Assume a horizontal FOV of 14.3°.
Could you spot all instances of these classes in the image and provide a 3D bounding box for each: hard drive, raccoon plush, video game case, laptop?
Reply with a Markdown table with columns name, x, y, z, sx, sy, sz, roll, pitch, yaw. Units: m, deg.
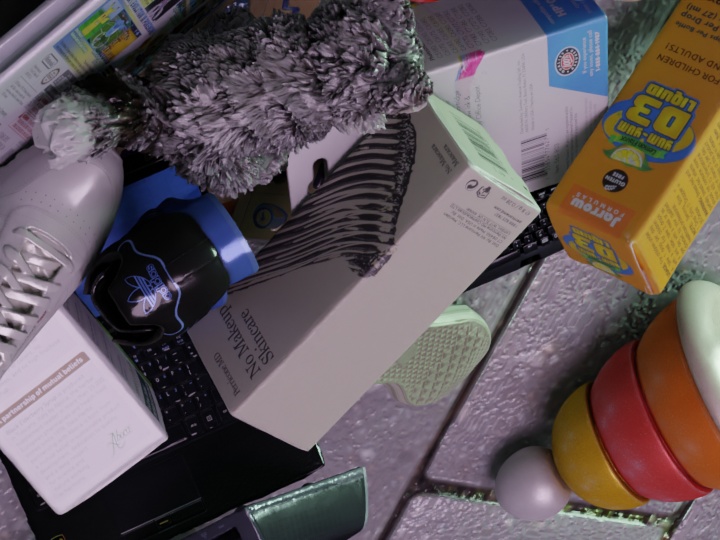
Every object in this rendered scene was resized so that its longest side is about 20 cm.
| name | x | y | z | sx | sy | sz | roll | pitch | yaw |
| --- | --- | --- | --- | --- | --- | --- | --- | --- | --- |
| hard drive | -0.095 | 0.183 | 1.748 | 0.200 | 0.042 | 0.135 | -31 | 170 | 36 |
| raccoon plush | -0.053 | -0.086 | 1.479 | 0.200 | 0.134 | 0.097 | -34 | 104 | -47 |
| video game case | -0.143 | -0.115 | 1.481 | 0.182 | 0.022 | 0.200 | -40 | 174 | -2 |
| laptop | -0.138 | 0.058 | 1.667 | 0.177 | 0.200 | 0.103 | -24 | 176 | -4 |

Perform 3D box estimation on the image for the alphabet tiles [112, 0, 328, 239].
| name | x | y | z | sx | sy | sz | roll | pitch | yaw |
| --- | --- | --- | --- | --- | --- | --- | --- | --- | --- |
| alphabet tiles | -0.078 | -0.090 | 1.649 | 0.200 | 0.006 | 0.167 | 4 | 124 | -28 |

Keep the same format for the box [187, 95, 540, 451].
| name | x | y | z | sx | sy | sz | roll | pitch | yaw |
| --- | --- | --- | --- | --- | --- | --- | --- | --- | --- |
| box | 0.000 | 0.000 | 1.605 | 0.200 | 0.082 | 0.068 | -47 | 135 | 14 |

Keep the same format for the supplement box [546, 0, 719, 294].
| name | x | y | z | sx | sy | sz | roll | pitch | yaw |
| --- | --- | --- | --- | --- | --- | --- | --- | --- | --- |
| supplement box | 0.191 | -0.089 | 1.674 | 0.200 | 0.066 | 0.069 | -57 | 150 | -13 |

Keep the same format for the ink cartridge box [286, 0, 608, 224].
| name | x | y | z | sx | sy | sz | roll | pitch | yaw |
| --- | --- | --- | --- | --- | --- | --- | --- | --- | --- |
| ink cartridge box | 0.040 | -0.091 | 1.653 | 0.200 | 0.068 | 0.115 | -18 | 133 | -14 |

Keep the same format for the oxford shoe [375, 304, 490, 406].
| name | x | y | z | sx | sy | sz | roll | pitch | yaw |
| --- | --- | --- | --- | --- | --- | --- | --- | --- | --- |
| oxford shoe | 0.021 | 0.038 | 1.746 | 0.075 | 0.058 | 0.200 | -53 | 154 | 11 |

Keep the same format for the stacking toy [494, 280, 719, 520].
| name | x | y | z | sx | sy | sz | roll | pitch | yaw |
| --- | --- | --- | --- | --- | --- | --- | --- | --- | --- |
| stacking toy | 0.176 | 0.108 | 1.868 | 0.200 | 0.146 | 0.146 | -27 | 136 | 23 |

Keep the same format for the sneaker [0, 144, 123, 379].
| name | x | y | z | sx | sy | sz | roll | pitch | yaw |
| --- | --- | --- | --- | --- | --- | --- | --- | --- | --- |
| sneaker | -0.189 | 0.016 | 1.507 | 0.076 | 0.081 | 0.200 | 36 | 96 | -19 |

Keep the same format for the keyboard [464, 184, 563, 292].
| name | x | y | z | sx | sy | sz | roll | pitch | yaw |
| --- | --- | --- | --- | --- | --- | --- | --- | --- | --- |
| keyboard | 0.100 | -0.033 | 1.755 | 0.200 | 0.040 | 0.104 | -25 | 133 | -7 |

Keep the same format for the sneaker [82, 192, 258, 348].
| name | x | y | z | sx | sy | sz | roll | pitch | yaw |
| --- | --- | --- | --- | --- | --- | --- | --- | --- | --- |
| sneaker | -0.114 | 0.005 | 1.545 | 0.078 | 0.200 | 0.070 | -32 | 89 | -14 |

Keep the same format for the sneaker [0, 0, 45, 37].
| name | x | y | z | sx | sy | sz | roll | pitch | yaw |
| --- | --- | --- | --- | --- | --- | --- | --- | --- | --- |
| sneaker | -0.239 | -0.117 | 1.509 | 0.200 | 0.076 | 0.088 | -42 | 125 | 9 |

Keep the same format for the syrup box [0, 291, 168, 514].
| name | x | y | z | sx | sy | sz | roll | pitch | yaw |
| --- | --- | --- | --- | --- | --- | --- | --- | --- | --- |
| syrup box | -0.200 | 0.030 | 1.594 | 0.081 | 0.079 | 0.200 | -36 | 112 | 2 |

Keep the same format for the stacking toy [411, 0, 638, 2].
| name | x | y | z | sx | sy | sz | roll | pitch | yaw |
| --- | --- | --- | --- | --- | --- | --- | --- | --- | --- |
| stacking toy | 0.084 | -0.181 | 1.562 | 0.200 | 0.085 | 0.086 | -12 | 133 | -41 |
